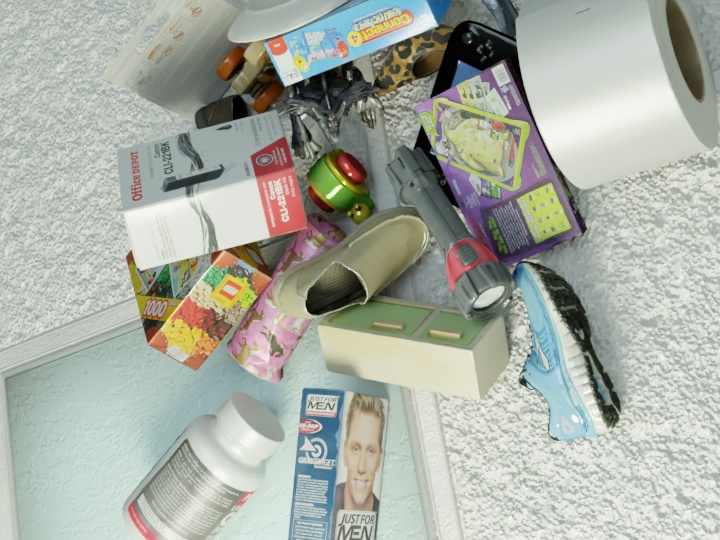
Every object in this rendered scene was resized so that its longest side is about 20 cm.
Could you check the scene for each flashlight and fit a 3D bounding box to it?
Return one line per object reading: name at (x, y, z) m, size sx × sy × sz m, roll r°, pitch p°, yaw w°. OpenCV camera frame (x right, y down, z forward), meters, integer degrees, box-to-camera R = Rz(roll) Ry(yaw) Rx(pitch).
flashlight at (0.093, -0.041, 1.438) m, size 0.068 × 0.067 × 0.201 m, roll -53°, pitch 52°, yaw 31°

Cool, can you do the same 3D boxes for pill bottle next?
pill bottle at (-0.181, 0.242, 1.572) m, size 0.200 × 0.110 × 0.111 m, roll -49°, pitch 60°, yaw 14°

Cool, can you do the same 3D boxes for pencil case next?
pencil case at (-0.079, 0.034, 1.565) m, size 0.201 × 0.086 × 0.083 m, roll -57°, pitch 37°, yaw 10°

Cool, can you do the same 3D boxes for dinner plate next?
dinner plate at (-0.065, -0.316, 1.520) m, size 0.198 × 0.201 × 0.024 m, roll -10°, pitch 117°, yaw 30°

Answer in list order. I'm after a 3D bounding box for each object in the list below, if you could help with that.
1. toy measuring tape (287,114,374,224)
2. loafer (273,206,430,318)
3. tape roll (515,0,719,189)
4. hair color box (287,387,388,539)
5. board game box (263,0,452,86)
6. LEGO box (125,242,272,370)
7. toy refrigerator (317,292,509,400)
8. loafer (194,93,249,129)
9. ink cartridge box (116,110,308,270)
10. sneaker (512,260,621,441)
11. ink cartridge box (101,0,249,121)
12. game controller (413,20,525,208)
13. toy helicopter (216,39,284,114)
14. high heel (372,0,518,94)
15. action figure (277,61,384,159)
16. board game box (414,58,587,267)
toy measuring tape at (-0.047, -0.132, 1.590) m, size 0.073 × 0.073 × 0.201 m, roll -42°, pitch 62°, yaw 17°
loafer at (0.000, 0.000, 1.491) m, size 0.199 × 0.076 × 0.068 m, roll -32°, pitch 30°, yaw -10°
tape roll at (0.260, -0.197, 1.335) m, size 0.138 × 0.202 × 0.206 m, roll -16°, pitch 72°, yaw 27°
hair color box at (-0.025, 0.236, 1.482) m, size 0.060 × 0.100 × 0.203 m, roll 0°, pitch 80°, yaw 31°
board game box at (0.011, -0.300, 1.516) m, size 0.194 × 0.201 × 0.056 m, roll -18°, pitch 113°, yaw 25°
LEGO box at (-0.198, -0.003, 1.607) m, size 0.149 × 0.077 × 0.201 m, roll -50°, pitch 33°, yaw 14°
toy refrigerator at (0.056, 0.077, 1.464) m, size 0.198 × 0.076 × 0.071 m, roll 9°, pitch 124°, yaw 33°
loafer at (-0.140, -0.143, 1.648) m, size 0.071 × 0.073 × 0.201 m, roll -40°, pitch 63°, yaw 18°
ink cartridge box at (-0.172, -0.093, 1.521) m, size 0.197 × 0.085 × 0.145 m, roll -15°, pitch 36°, yaw -3°
sneaker at (0.193, 0.084, 1.393) m, size 0.089 × 0.078 × 0.202 m, roll -29°, pitch 66°, yaw 27°
ink cartridge box at (-0.219, -0.280, 1.651) m, size 0.161 × 0.199 × 0.050 m, roll -50°, pitch 59°, yaw 13°
game controller at (0.122, -0.169, 1.473) m, size 0.104 × 0.042 × 0.202 m, roll 32°, pitch 119°, yaw 28°
toy helicopter at (-0.106, -0.264, 1.595) m, size 0.079 × 0.200 × 0.132 m, roll 43°, pitch 91°, yaw -3°
high heel at (0.110, -0.221, 1.517) m, size 0.199 × 0.071 × 0.144 m, roll -36°, pitch 73°, yaw 25°
action figure at (-0.033, -0.190, 1.536) m, size 0.117 × 0.103 × 0.201 m, roll -18°, pitch 26°, yaw 4°
board game box at (0.150, -0.110, 1.441) m, size 0.119 × 0.032 × 0.202 m, roll -23°, pitch 92°, yaw 25°
